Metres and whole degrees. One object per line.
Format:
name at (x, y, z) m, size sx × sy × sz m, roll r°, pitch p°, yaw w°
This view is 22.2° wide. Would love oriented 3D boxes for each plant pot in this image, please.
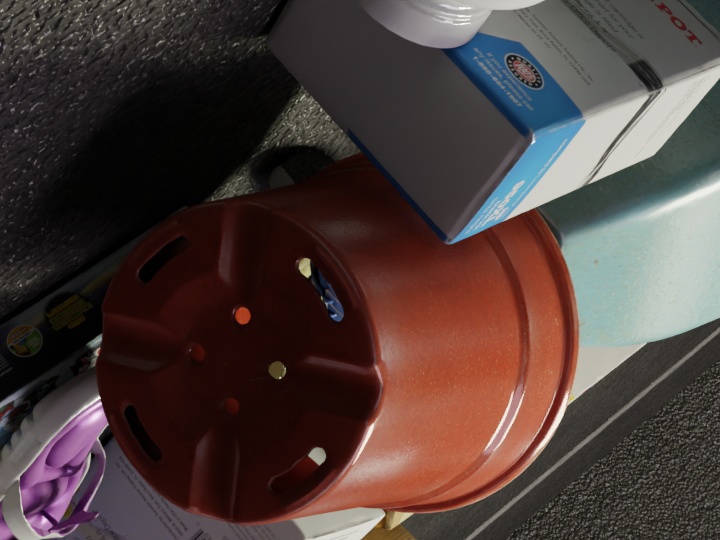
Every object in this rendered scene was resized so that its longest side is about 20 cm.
plant pot at (-0.017, 0.037, 0.910) m, size 0.201 × 0.201 × 0.195 m, roll -47°, pitch 164°, yaw 20°
plant pot at (0.158, -0.067, 1.144) m, size 0.200 × 0.196 × 0.196 m, roll -29°, pitch 151°, yaw -21°

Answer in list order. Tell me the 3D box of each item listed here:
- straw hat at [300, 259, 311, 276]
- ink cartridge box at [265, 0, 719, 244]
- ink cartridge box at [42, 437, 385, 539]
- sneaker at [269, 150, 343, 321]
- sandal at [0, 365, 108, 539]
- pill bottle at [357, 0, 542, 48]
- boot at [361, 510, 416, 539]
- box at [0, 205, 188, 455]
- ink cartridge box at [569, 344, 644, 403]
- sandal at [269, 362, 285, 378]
straw hat at (0.029, 0.001, 1.236) m, size 0.201 × 0.085 × 0.201 m, roll -37°, pitch 164°, yaw -13°
ink cartridge box at (0.075, -0.112, 0.933) m, size 0.200 × 0.145 × 0.084 m, roll -23°, pitch 156°, yaw -48°
ink cartridge box at (-0.119, 0.188, 1.276) m, size 0.200 × 0.147 × 0.146 m, roll -45°, pitch 165°, yaw 15°
sneaker at (0.000, 0.000, 1.102) m, size 0.077 × 0.076 × 0.200 m, roll -39°, pitch 138°, yaw 7°
sandal at (-0.168, 0.120, 1.008) m, size 0.082 × 0.050 × 0.203 m, roll -31°, pitch 164°, yaw -32°
pill bottle at (0.066, -0.188, 0.776) m, size 0.111 × 0.111 × 0.200 m, roll -25°, pitch 158°, yaw -45°
boot at (-0.005, 0.134, 1.361) m, size 0.071 × 0.144 × 0.201 m, roll -30°, pitch 150°, yaw -35°
box at (-0.167, 0.059, 1.015) m, size 0.200 × 0.040 × 0.137 m, roll -35°, pitch 164°, yaw -22°
ink cartridge box at (0.105, 0.047, 1.397) m, size 0.200 × 0.125 × 0.129 m, roll -33°, pitch -172°, yaw -35°
sandal at (-0.074, 0.028, 1.128) m, size 0.080 × 0.054 × 0.200 m, roll -60°, pitch 158°, yaw -28°
